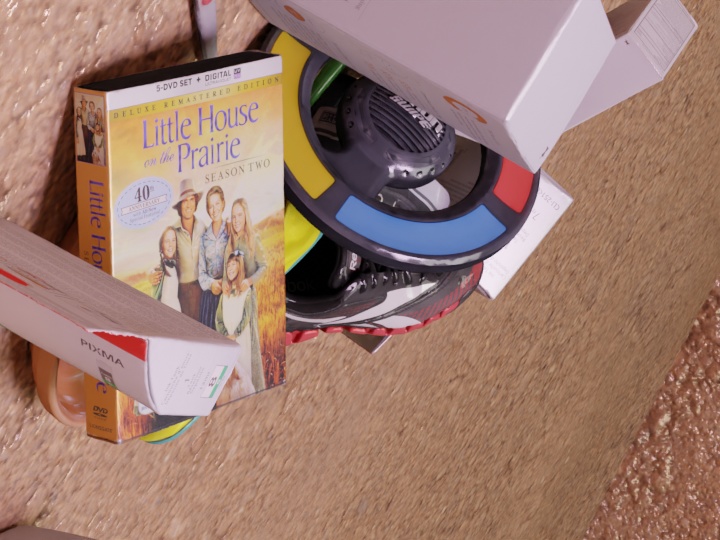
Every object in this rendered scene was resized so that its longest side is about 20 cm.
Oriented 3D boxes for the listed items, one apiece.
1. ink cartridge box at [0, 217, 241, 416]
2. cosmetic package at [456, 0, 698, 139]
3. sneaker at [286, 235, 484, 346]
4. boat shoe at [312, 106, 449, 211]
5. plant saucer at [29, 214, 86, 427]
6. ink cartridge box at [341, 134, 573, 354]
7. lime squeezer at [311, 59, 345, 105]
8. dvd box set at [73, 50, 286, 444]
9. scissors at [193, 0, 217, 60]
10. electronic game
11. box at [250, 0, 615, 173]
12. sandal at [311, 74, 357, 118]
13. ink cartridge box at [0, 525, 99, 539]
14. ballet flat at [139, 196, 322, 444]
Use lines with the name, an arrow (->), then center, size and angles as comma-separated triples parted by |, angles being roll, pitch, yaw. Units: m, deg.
ink cartridge box -> -0.164, 0.017, 1.156 | 0.050, 0.160, 0.200 | -64, 163, 5
cosmetic package -> 0.164, -0.147, 1.836 | 0.200, 0.051, 0.083 | -27, -164, 43
sneaker -> 0.000, 0.000, 1.539 | 0.199, 0.071, 0.098 | -8, 159, -25
boat shoe -> 0.005, -0.054, 1.596 | 0.057, 0.068, 0.200 | -69, 157, -8
plant saucer -> -0.138, 0.000, 1.424 | 0.200, 0.037, 0.200 | -52, 163, -23
ink cartridge box -> 0.051, -0.013, 1.716 | 0.176, 0.045, 0.200 | -50, -161, -3
lime squeezer -> 0.012, -0.161, 1.583 | 0.200, 0.038, 0.071 | -48, 157, -41
dvd box set -> -0.099, -0.016, 1.337 | 0.146, 0.029, 0.201 | -17, 113, -48
scissors -> -0.085, -0.167, 1.328 | 0.073, 0.014, 0.200 | -58, 162, -11
electronic game -> 0.023, -0.089, 1.467 | 0.200, 0.200, 0.042 | -45, 178, -39
box -> 0.035, -0.157, 1.371 | 0.098, 0.199, 0.124 | -58, 164, -3
sandal -> -0.046, -0.046, 1.595 | 0.200, 0.045, 0.075 | -54, 163, -17
ink cartridge box -> -0.224, 0.249, 1.434 | 0.200, 0.083, 0.146 | -17, 116, -71
ballet flat -> -0.091, 0.010, 1.428 | 0.200, 0.067, 0.067 | -55, 142, -25
